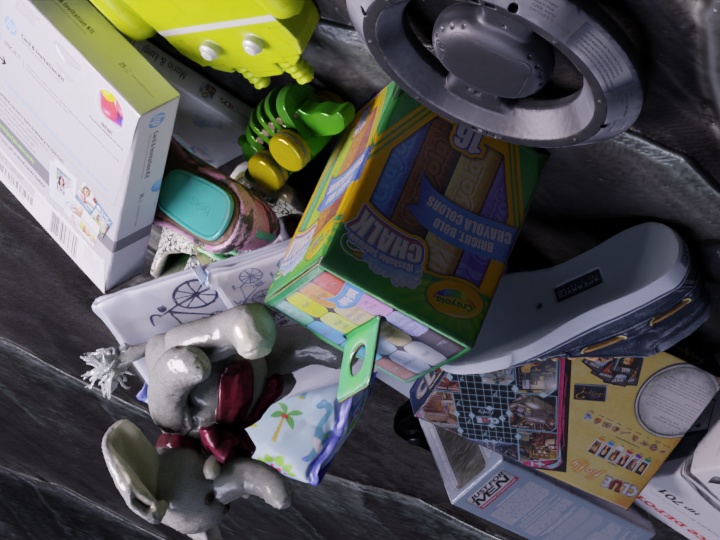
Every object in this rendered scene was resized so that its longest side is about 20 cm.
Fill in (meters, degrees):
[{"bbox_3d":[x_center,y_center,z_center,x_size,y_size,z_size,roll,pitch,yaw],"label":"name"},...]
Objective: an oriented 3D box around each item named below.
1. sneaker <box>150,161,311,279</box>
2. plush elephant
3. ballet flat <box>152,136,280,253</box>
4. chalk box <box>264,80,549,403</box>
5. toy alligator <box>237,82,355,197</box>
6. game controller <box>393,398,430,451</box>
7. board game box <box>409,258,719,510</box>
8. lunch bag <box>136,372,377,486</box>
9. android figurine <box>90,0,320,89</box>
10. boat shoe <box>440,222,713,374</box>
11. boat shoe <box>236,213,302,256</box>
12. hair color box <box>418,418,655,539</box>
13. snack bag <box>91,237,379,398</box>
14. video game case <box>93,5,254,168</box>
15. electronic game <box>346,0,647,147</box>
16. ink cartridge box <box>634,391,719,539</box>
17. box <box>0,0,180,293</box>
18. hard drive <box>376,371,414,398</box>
[{"bbox_3d":[-0.101,-0.025,1.830,0.077,0.089,0.200,34,154,-25],"label":"sneaker"},{"bbox_3d":[-0.108,0.120,1.684,0.199,0.156,0.165,-11,168,19],"label":"plush elephant"},{"bbox_3d":[-0.133,-0.060,1.715,0.200,0.069,0.071,31,-176,40],"label":"ballet flat"},{"bbox_3d":[0.021,-0.008,1.595,0.123,0.201,0.124,30,157,-13],"label":"chalk box"},{"bbox_3d":[-0.063,-0.092,1.674,0.054,0.059,0.200,46,150,-4],"label":"toy alligator"},{"bbox_3d":[0.116,0.111,1.920,0.104,0.042,0.200,32,142,-19],"label":"game controller"},{"bbox_3d":[0.154,0.087,1.744,0.199,0.136,0.035,25,-157,-23],"label":"board game box"},{"bbox_3d":[-0.075,0.081,1.940,0.169,0.128,0.200,28,-174,3],"label":"lunch bag"},{"bbox_3d":[-0.109,-0.187,1.546,0.181,0.041,0.200,0,146,45],"label":"android figurine"},{"bbox_3d":[0.151,0.039,1.653,0.199,0.071,0.091,-21,142,17],"label":"boat shoe"},{"bbox_3d":[0.000,0.000,1.793,0.199,0.072,0.068,20,133,-37],"label":"boat shoe"},{"bbox_3d":[0.141,0.161,1.863,0.061,0.099,0.200,-42,134,21],"label":"hair color box"},{"bbox_3d":[-0.085,0.048,1.759,0.199,0.021,0.189,-16,143,8],"label":"snack bag"},{"bbox_3d":[-0.183,-0.129,1.770,0.182,0.024,0.200,32,156,-18],"label":"video game case"},{"bbox_3d":[0.083,-0.139,1.449,0.199,0.042,0.200,22,158,10],"label":"electronic game"},{"bbox_3d":[0.314,0.159,1.822,0.146,0.086,0.200,32,155,-18],"label":"ink cartridge box"},{"bbox_3d":[-0.205,-0.102,1.672,0.156,0.041,0.200,45,146,21],"label":"box"},{"bbox_3d":[0.083,0.096,1.995,0.200,0.027,0.132,34,156,-21],"label":"hard drive"}]
